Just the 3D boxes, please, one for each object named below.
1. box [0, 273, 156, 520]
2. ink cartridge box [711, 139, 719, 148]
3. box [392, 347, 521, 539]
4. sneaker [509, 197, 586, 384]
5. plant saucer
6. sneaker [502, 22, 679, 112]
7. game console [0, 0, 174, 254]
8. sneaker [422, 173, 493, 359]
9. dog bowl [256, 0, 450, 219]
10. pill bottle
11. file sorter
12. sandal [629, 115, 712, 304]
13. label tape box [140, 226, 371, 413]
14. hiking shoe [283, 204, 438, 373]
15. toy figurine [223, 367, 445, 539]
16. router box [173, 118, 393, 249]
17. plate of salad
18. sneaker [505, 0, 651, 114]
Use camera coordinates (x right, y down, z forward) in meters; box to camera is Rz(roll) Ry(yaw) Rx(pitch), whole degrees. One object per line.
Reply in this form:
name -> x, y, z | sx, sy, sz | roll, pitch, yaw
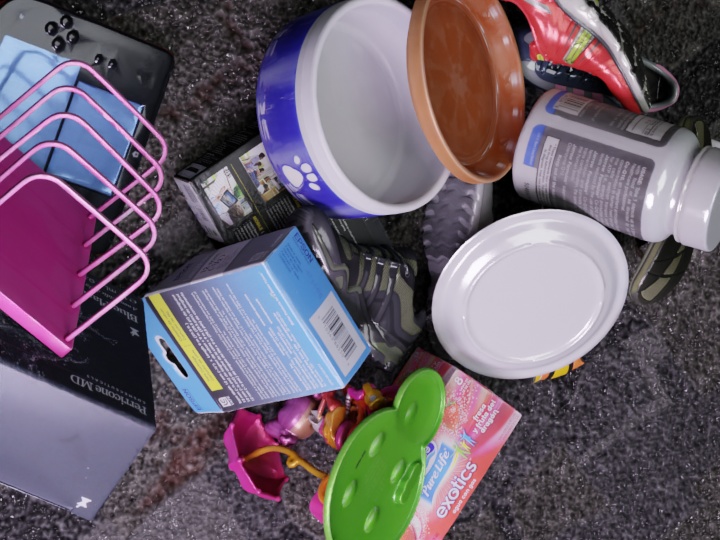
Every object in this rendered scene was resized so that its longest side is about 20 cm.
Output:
box -> -0.289, 0.079, 1.387 | 0.196, 0.200, 0.118 | 27, 114, -26
ink cartridge box -> 0.309, -0.095, 1.699 | 0.199, 0.067, 0.117 | 13, 95, -25
box -> 0.055, 0.192, 1.627 | 0.094, 0.103, 0.201 | 35, 87, -24
sneaker -> 0.198, 0.015, 1.676 | 0.089, 0.070, 0.202 | -9, 108, -27
plant saucer -> 0.097, -0.181, 1.528 | 0.200, 0.032, 0.202 | 17, 70, -54
sneaker -> 0.234, -0.206, 1.637 | 0.199, 0.082, 0.071 | 9, 97, -24
game console -> -0.275, -0.132, 1.461 | 0.176, 0.031, 0.201 | 19, 92, -25
sneaker -> 0.112, -0.014, 1.639 | 0.082, 0.075, 0.202 | -8, 110, -36
dog bowl -> 0.000, -0.150, 1.506 | 0.199, 0.078, 0.202 | 8, 79, -45
pill bottle -> 0.257, -0.094, 1.557 | 0.114, 0.199, 0.114 | -46, 148, -41
file sorter -> -0.245, -0.061, 1.346 | 0.125, 0.201, 0.139 | -36, 119, 20
sandal -> 0.306, -0.060, 1.639 | 0.080, 0.057, 0.202 | 37, 66, -54
label tape box -> -0.109, 0.051, 1.507 | 0.144, 0.199, 0.066 | 58, 45, -20
hiking shoe -> 0.000, 0.000, 1.533 | 0.101, 0.076, 0.201 | -46, 128, -20
toy figurine -> -0.041, 0.160, 1.541 | 0.201, 0.183, 0.150 | -60, 141, -20
router box -> -0.065, -0.045, 1.555 | 0.149, 0.051, 0.201 | -35, 112, -16
plate of salad -> 0.165, 0.020, 1.588 | 0.198, 0.048, 0.201 | -6, 125, -8
sneaker -> 0.207, -0.225, 1.579 | 0.085, 0.077, 0.200 | -37, 100, 24
